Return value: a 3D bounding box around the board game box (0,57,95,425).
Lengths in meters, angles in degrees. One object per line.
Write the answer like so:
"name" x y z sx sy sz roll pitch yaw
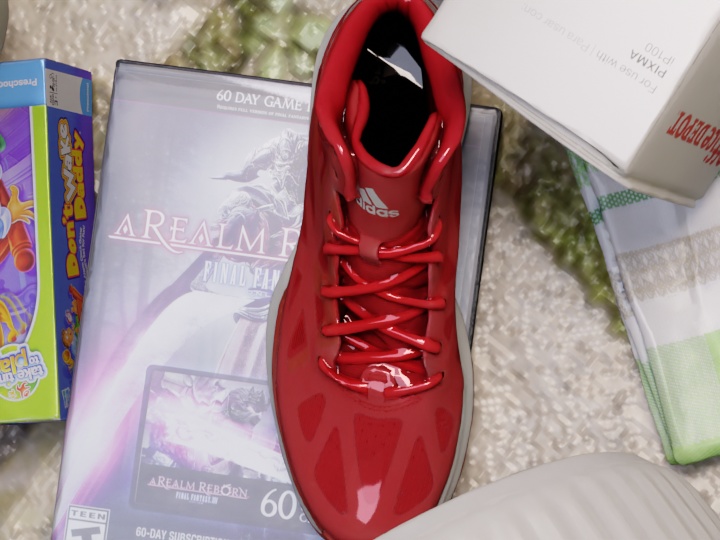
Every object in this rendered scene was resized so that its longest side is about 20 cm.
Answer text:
"board game box" -0.200 -0.004 1.058 0.200 0.045 0.135 -4 86 18

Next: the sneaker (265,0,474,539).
"sneaker" 0.000 0.000 0.932 0.078 0.116 0.200 -2 88 5

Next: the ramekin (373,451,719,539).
"ramekin" 0.049 0.144 0.897 0.200 0.200 0.105 -33 68 14

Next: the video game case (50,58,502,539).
"video game case" -0.032 0.032 1.001 0.143 0.019 0.200 8 90 5

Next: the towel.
"towel" 0.144 -0.047 0.958 0.149 0.031 0.200 -19 82 17

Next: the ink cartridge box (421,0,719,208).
"ink cartridge box" 0.118 -0.128 0.880 0.083 0.146 0.200 34 98 15

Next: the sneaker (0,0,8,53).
"sneaker" -0.193 -0.027 0.977 0.075 0.106 0.200 15 94 18
